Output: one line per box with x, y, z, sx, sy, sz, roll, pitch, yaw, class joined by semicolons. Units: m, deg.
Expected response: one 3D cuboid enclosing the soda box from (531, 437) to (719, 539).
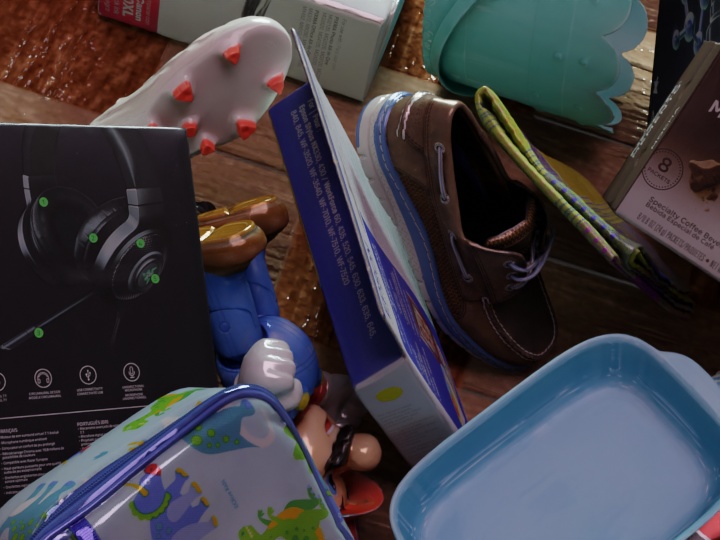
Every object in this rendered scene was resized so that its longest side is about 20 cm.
0.194;0.129;0.981;0.199;0.071;0.064;-22;61;-11;soda box

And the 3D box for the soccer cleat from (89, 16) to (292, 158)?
-0.121;-0.085;1.041;0.069;0.200;0.078;30;24;-38;soccer cleat

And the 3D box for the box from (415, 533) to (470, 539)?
-0.019;0.224;0.897;0.198;0.049;0.162;-6;52;-16;box

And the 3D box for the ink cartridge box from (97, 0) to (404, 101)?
-0.062;-0.217;1.216;0.199;0.084;0.146;19;50;2;ink cartridge box

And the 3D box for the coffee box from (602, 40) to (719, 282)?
0.251;-0.030;1.000;0.199;0.113;0.080;34;8;-1;coffee box

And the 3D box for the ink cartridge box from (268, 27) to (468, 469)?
0.000;0.000;0.988;0.047;0.200;0.199;-23;55;8;ink cartridge box

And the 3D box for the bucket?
0.127;-0.201;1.175;0.134;0.208;0.208;13;49;12;bucket

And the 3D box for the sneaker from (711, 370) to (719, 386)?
0.246;0.075;1.073;0.199;0.072;0.072;-19;31;-21;sneaker

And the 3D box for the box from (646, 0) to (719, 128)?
0.257;-0.125;1.111;0.106;0.202;0.148;3;8;-11;box

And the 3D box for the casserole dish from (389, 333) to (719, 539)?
0.108;0.119;0.926;0.199;0.039;0.121;-35;63;-13;casserole dish

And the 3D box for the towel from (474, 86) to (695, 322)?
0.139;-0.037;1.076;0.023;0.200;0.144;-44;67;8;towel

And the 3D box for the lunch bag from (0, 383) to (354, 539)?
-0.070;0.166;0.793;0.160;0.082;0.201;-33;104;-31;lunch bag

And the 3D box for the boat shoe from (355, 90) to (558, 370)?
0.071;-0.017;1.026;0.072;0.200;0.072;-2;44;44;boat shoe

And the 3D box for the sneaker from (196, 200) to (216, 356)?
-0.119;0.035;0.976;0.076;0.115;0.200;5;49;17;sneaker

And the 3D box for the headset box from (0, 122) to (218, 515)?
-0.168;0.022;0.851;0.173;0.093;0.202;-3;81;-37;headset box

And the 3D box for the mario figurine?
-0.029;0.062;0.942;0.123;0.201;0.106;-28;21;-37;mario figurine
